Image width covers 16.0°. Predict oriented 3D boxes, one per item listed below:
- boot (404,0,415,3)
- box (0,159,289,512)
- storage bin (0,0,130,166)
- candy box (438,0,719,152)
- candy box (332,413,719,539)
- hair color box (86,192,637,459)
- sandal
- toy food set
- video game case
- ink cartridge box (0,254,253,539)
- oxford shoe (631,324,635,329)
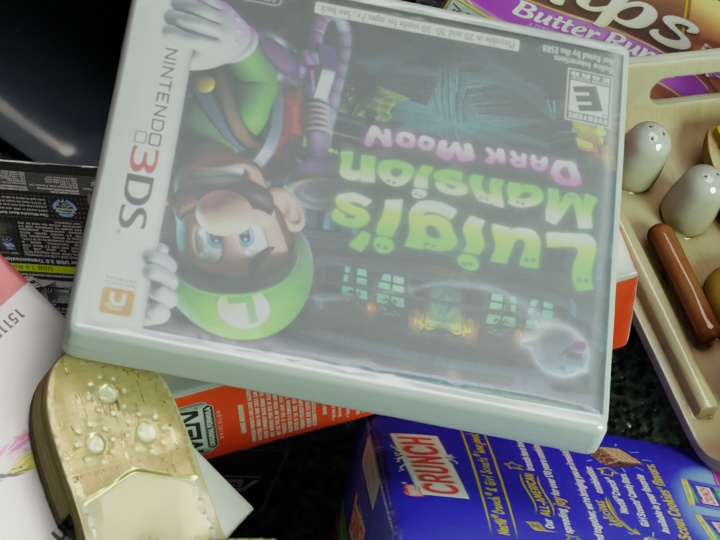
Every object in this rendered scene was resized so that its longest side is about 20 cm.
[{"bbox_3d":[-0.009,-0.121,1.192,0.079,0.158,0.212,18,41,-9],"label":"boot"},{"bbox_3d":[-0.142,0.024,1.062,0.199,0.044,0.161,3,47,-24],"label":"box"},{"bbox_3d":[-0.091,-0.155,1.147,0.145,0.200,0.135,35,40,-11],"label":"storage bin"},{"bbox_3d":[0.133,-0.089,1.206,0.199,0.057,0.117,33,41,0],"label":"candy box"},{"bbox_3d":[0.094,0.122,0.991,0.199,0.077,0.169,12,15,-7],"label":"candy box"},{"bbox_3d":[0.000,0.000,1.017,0.199,0.061,0.102,-14,61,-7],"label":"hair color box"},{"bbox_3d":[-0.050,0.113,0.882,0.077,0.070,0.213,-18,74,-32],"label":"sandal"},{"bbox_3d":[0.182,-0.011,1.085,0.143,0.060,0.201,-8,60,-26],"label":"toy food set"},{"bbox_3d":[0.000,-0.030,0.963,0.199,0.023,0.183,11,56,-5],"label":"video game case"},{"bbox_3d":[-0.124,0.092,0.941,0.200,0.068,0.116,44,55,0],"label":"ink cartridge box"},{"bbox_3d":[0.089,-0.016,1.206,0.200,0.075,0.058,40,66,6],"label":"oxford shoe"}]
